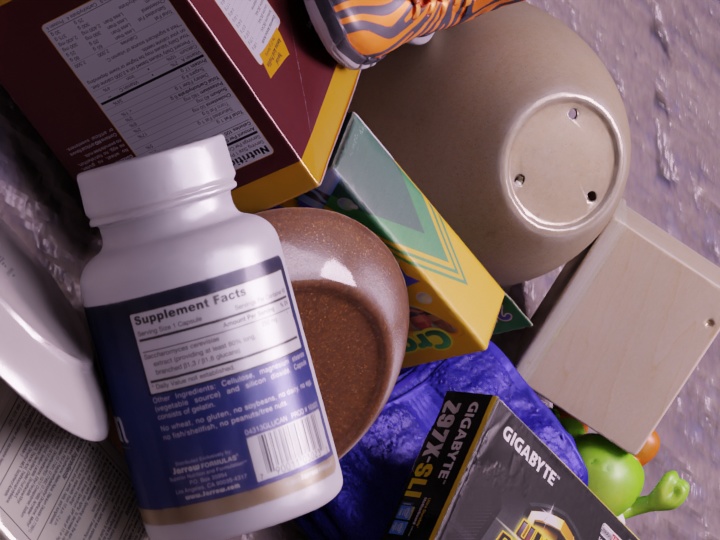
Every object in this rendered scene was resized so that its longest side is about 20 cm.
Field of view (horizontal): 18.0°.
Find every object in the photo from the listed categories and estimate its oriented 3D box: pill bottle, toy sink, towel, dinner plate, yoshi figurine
[{"bbox_3d":[-0.086,0.035,1.202,0.111,0.110,0.201,-21,97,-55],"label":"pill bottle"},{"bbox_3d":[0.190,0.035,1.611,0.112,0.131,0.200,33,8,1],"label":"toy sink"},{"bbox_3d":[0.048,0.126,1.459,0.148,0.050,0.200,47,49,11],"label":"towel"},{"bbox_3d":[-0.190,0.004,1.176,0.200,0.024,0.200,49,5,-6],"label":"dinner plate"},{"bbox_3d":[0.169,0.140,1.605,0.200,0.112,0.113,-61,136,-67],"label":"yoshi figurine"}]

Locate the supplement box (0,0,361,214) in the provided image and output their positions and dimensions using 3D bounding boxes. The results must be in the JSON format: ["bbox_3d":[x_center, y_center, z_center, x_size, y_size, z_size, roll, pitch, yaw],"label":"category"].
[{"bbox_3d":[-0.109,-0.153,1.328,0.200,0.132,0.198,55,29,-25],"label":"supplement box"}]

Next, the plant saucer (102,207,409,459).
[{"bbox_3d":[-0.052,0.060,1.317,0.200,0.201,0.037,37,7,-41],"label":"plant saucer"}]

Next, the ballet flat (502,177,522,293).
[{"bbox_3d":[0.101,-0.078,1.675,0.072,0.071,0.202,14,67,-51],"label":"ballet flat"}]

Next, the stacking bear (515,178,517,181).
[{"bbox_3d":[0.065,-0.087,1.596,0.121,0.113,0.202,-18,98,-47],"label":"stacking bear"}]

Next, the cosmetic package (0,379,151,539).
[{"bbox_3d":[-0.159,0.153,1.218,0.200,0.071,0.106,54,38,-26],"label":"cosmetic package"}]

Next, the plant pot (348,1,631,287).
[{"bbox_3d":[0.099,-0.077,1.480,0.199,0.134,0.202,-5,103,-25],"label":"plant pot"}]

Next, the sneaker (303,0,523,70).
[{"bbox_3d":[0.043,-0.180,1.360,0.078,0.111,0.200,66,25,-4],"label":"sneaker"}]

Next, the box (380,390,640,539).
[{"bbox_3d":[0.091,0.195,1.407,0.200,0.049,0.160,45,62,-38],"label":"box"}]

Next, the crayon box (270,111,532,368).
[{"bbox_3d":[0.000,0.000,1.406,0.200,0.125,0.052,48,46,-31],"label":"crayon box"}]
